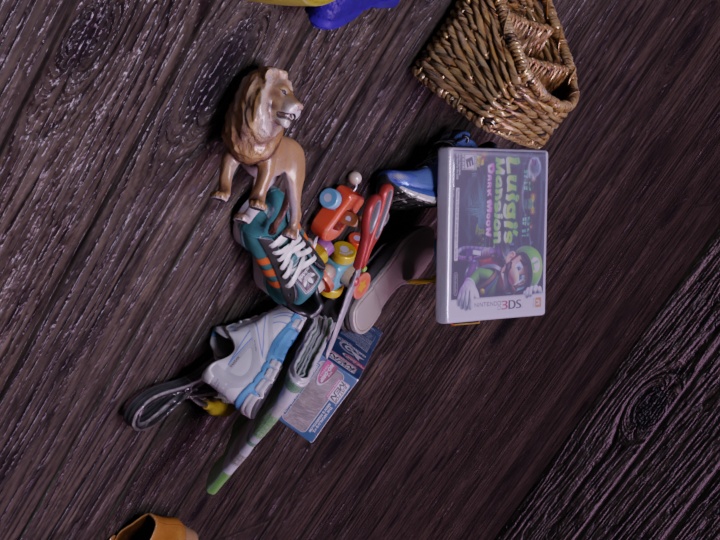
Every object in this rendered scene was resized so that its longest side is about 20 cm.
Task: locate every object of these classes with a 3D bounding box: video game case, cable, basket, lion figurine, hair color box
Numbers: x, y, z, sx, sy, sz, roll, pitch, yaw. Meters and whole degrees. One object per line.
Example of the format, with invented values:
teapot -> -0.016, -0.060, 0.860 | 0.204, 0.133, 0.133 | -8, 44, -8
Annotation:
video game case -> 0.156, -0.043, 1.776 | 0.181, 0.023, 0.201 | -3, 95, -45
cable -> -0.174, 0.131, 1.669 | 0.097, 0.050, 0.200 | -59, 161, 20
basket -> 0.177, -0.228, 1.650 | 0.149, 0.143, 0.200 | -55, 160, 15
lion figurine -> -0.086, -0.107, 1.416 | 0.200, 0.072, 0.123 | 70, 33, -78
hair color box -> -0.037, 0.122, 1.837 | 0.100, 0.060, 0.200 | -55, -179, 16

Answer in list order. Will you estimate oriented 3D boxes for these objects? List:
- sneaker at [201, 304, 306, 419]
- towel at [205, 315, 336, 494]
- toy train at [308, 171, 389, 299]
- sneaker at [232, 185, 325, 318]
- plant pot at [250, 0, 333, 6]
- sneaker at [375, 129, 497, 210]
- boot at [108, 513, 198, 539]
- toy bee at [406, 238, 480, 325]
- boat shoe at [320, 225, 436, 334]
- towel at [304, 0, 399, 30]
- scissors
sneaker -> -0.116, 0.073, 1.670 | 0.075, 0.086, 0.200 | -60, -179, 34
towel -> -0.106, 0.148, 1.714 | 0.200, 0.031, 0.149 | -51, -174, 29
toy train -> -0.013, -0.027, 1.730 | 0.150, 0.056, 0.200 | -52, 160, 5
sneaker -> -0.074, -0.016, 1.577 | 0.071, 0.080, 0.200 | -45, 156, -14
plant pot -> -0.058, -0.270, 1.082 | 0.200, 0.142, 0.200 | -43, 158, -21
sneaker -> 0.092, -0.118, 1.779 | 0.200, 0.078, 0.089 | -9, 94, -44
boot -> -0.290, 0.382, 1.862 | 0.201, 0.071, 0.144 | -54, 154, 0
toy bee -> 0.134, -0.008, 1.870 | 0.109, 0.131, 0.200 | 73, 35, -58
boat shoe -> 0.023, 0.003, 1.868 | 0.200, 0.057, 0.067 | -47, 136, -39
towel -> 0.022, -0.313, 1.323 | 0.148, 0.049, 0.200 | -34, 155, -55
scissors -> 0.000, 0.000, 1.691 | 0.073, 0.014, 0.201 | -34, 140, -70
